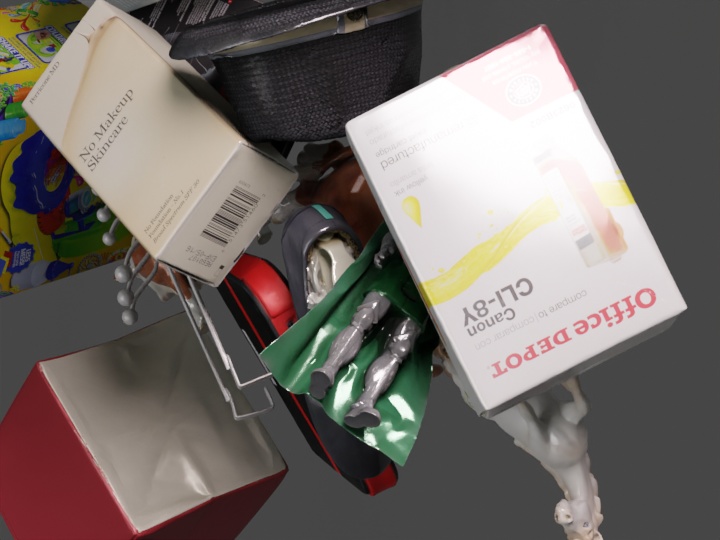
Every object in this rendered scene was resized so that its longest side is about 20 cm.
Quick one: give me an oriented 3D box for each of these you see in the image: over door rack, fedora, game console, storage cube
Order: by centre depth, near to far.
[{"bbox_3d":[-0.025,-0.137,1.218,0.199,0.199,0.093,1,108,50],"label":"fedora"},{"bbox_3d":[-0.048,0.072,1.392,0.201,0.031,0.177,61,169,-16],"label":"game console"},{"bbox_3d":[-0.142,0.027,1.403,0.201,0.066,0.148,54,168,9],"label":"over door rack"},{"bbox_3d":[-0.197,0.172,1.579,0.201,0.170,0.180,56,138,18],"label":"storage cube"}]

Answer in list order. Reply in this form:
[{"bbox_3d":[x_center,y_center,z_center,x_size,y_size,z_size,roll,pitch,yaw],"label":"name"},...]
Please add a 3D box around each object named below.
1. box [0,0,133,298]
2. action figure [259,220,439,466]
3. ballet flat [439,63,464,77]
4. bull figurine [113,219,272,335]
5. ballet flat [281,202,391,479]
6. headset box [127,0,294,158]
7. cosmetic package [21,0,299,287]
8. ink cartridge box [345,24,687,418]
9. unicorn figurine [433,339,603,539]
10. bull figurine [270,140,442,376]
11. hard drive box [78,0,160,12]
[{"bbox_3d":[-0.264,-0.107,1.525,0.122,0.191,0.202,40,133,32],"label":"box"},{"bbox_3d":[0.029,0.016,1.217,0.118,0.201,0.055,40,145,-12],"label":"action figure"},{"bbox_3d":[0.103,-0.044,1.230,0.062,0.067,0.202,124,126,-79],"label":"ballet flat"},{"bbox_3d":[-0.140,-0.027,1.513,0.121,0.065,0.201,43,137,25],"label":"bull figurine"},{"bbox_3d":[-0.008,0.053,1.261,0.073,0.073,0.202,-1,106,50],"label":"ballet flat"},{"bbox_3d":[-0.118,-0.136,1.379,0.199,0.077,0.150,26,91,40],"label":"headset box"},{"bbox_3d":[-0.143,-0.091,1.284,0.104,0.073,0.200,-53,53,8],"label":"cosmetic package"},{"bbox_3d":[0.097,-0.028,1.152,0.202,0.144,0.083,64,180,7],"label":"ink cartridge box"},{"bbox_3d":[0.115,0.102,1.253,0.201,0.073,0.138,58,173,44],"label":"unicorn figurine"},{"bbox_3d":[0.000,0.000,1.338,0.121,0.065,0.202,12,115,38],"label":"bull figurine"},{"bbox_3d":[-0.136,-0.283,1.325,0.199,0.076,0.157,-6,60,52],"label":"hard drive box"}]
